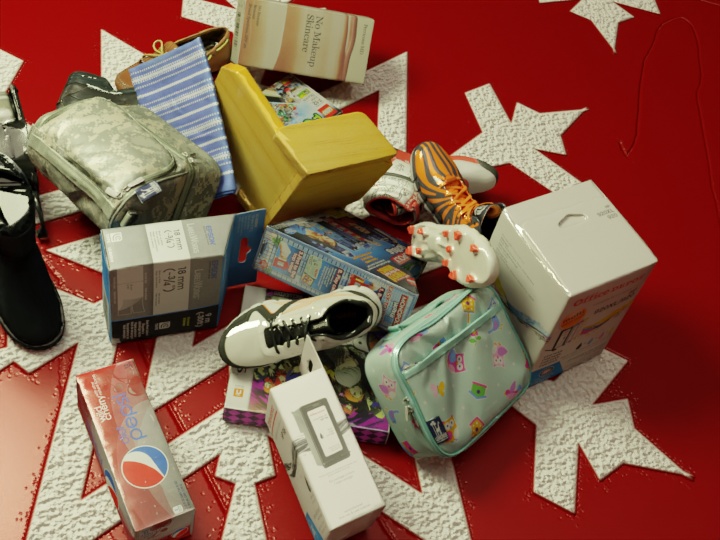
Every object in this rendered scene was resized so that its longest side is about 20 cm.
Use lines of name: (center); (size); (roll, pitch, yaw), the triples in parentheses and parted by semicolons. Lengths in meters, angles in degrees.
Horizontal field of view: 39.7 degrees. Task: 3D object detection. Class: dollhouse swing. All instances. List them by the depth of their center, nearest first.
dollhouse swing: (-0.086, -0.174, 1.298); (0.180, 0.200, 0.178); (-16, 78, -25)

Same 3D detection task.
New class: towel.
towel: (-0.232, -0.183, 1.294); (0.024, 0.144, 0.203); (-17, 95, -51)

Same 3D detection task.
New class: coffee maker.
coffee maker: (-0.512, -0.129, 1.241); (0.198, 0.135, 0.193); (-13, 57, -21)

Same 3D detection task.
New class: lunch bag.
lunch bag: (0.105, 0.115, 1.173); (0.199, 0.077, 0.162); (-34, 105, -36)
lunch bag: (-0.296, -0.118, 1.234); (0.199, 0.140, 0.167); (38, 23, 24)

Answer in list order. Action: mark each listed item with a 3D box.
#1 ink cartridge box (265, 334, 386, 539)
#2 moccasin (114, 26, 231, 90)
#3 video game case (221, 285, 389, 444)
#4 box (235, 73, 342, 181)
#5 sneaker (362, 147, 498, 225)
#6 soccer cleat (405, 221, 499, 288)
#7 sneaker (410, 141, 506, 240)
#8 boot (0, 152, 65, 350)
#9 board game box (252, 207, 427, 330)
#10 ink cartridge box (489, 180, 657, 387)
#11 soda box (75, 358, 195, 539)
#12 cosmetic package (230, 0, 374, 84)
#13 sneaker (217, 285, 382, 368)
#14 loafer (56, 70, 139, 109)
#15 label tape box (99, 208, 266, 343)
ink cartridge box: (-0.050, 0.186, 1.078); (0.067, 0.116, 0.202); (-19, 69, -17)
moccasin: (-0.274, -0.309, 1.476); (0.200, 0.078, 0.074); (-26, 61, -29)
video game case: (-0.058, 0.112, 1.214); (0.197, 0.036, 0.183); (10, 51, -5)
box: (-0.130, -0.205, 1.453); (0.110, 0.035, 0.200); (37, 53, 16)
sneaker: (0.097, -0.109, 1.412); (0.199, 0.068, 0.109); (9, 55, -6)
soccer cleat: (0.126, -0.026, 1.223); (0.077, 0.070, 0.200); (2, 11, -24)
sneaker: (0.142, -0.091, 1.327); (0.077, 0.112, 0.202); (-27, 89, -25)
boot: (-0.391, -0.018, 1.125); (0.076, 0.168, 0.202); (-19, 81, -21)
board game box: (0.000, 0.000, 1.263); (0.199, 0.062, 0.199); (30, 22, 19)
ink cartridge box: (0.244, 0.019, 1.251); (0.146, 0.201, 0.145); (-19, 58, -25)
soda box: (-0.247, 0.200, 1.083); (0.069, 0.064, 0.201); (-16, 56, -24)
cosmetic package: (-0.089, -0.348, 1.504); (0.197, 0.105, 0.087); (4, 15, -17)
sneaker: (-0.070, 0.063, 1.145); (0.198, 0.080, 0.075); (-18, 94, -2)
loafer: (-0.331, -0.216, 1.400); (0.197, 0.073, 0.073); (14, 58, 11)
label tape box: (-0.206, 0.007, 1.194); (0.197, 0.145, 0.064); (-9, 54, -19)
